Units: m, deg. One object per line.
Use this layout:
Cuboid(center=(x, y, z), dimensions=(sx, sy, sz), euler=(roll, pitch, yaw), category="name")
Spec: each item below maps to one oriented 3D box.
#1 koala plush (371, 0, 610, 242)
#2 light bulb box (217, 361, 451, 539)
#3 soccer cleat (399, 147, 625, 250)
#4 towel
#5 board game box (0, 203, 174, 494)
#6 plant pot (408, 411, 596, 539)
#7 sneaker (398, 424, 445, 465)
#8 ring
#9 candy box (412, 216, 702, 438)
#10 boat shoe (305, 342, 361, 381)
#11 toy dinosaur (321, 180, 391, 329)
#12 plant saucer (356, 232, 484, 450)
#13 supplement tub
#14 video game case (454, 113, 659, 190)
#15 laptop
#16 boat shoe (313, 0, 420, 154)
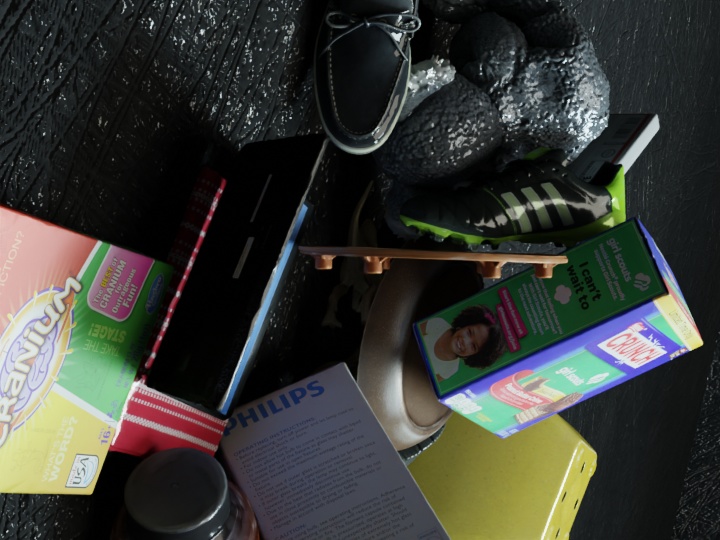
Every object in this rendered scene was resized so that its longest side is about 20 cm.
Cuboid(center=(0.085, -0.132, 1.059), dimensions=(0.199, 0.183, 0.179), euler=(-32, 136, -37), category="koala plush")
Cuboid(center=(-0.018, 0.222, 1.006), dimensions=(0.123, 0.201, 0.200), euler=(-21, 136, -15), category="light bulb box")
Cuboid(center=(0.122, -0.058, 1.020), dimensions=(0.197, 0.067, 0.082), euler=(1, 98, -23), category="soccer cleat")
Cuboid(center=(-0.115, 0.043, 0.915), dimensions=(0.144, 0.022, 0.203), euler=(36, 73, -63), category="towel")
Cuboid(center=(-0.194, 0.046, 0.721), dimensions=(0.200, 0.040, 0.155), euler=(23, 86, -67), category="board game box")
Cuboid(center=(0.134, 0.204, 1.357), dimensions=(0.197, 0.198, 0.195), euler=(-67, 155, -7), category="plant pot")
Cuboid(center=(0.002, 0.194, 1.221), dimensions=(0.199, 0.076, 0.091), euler=(-35, 167, -35), category="sneaker")
Cuboid(center=(0.053, -0.006, 0.949), dimensions=(0.200, 0.198, 0.020), euler=(-1, 92, -65), category="ring")
Cuboid(center=(0.166, 0.053, 1.056), dimensions=(0.198, 0.078, 0.169), euler=(-28, 154, 15), category="candy box")
Cuboid(center=(-0.004, 0.117, 1.158), dimensions=(0.200, 0.062, 0.074), euler=(-38, 141, -51), category="boat shoe")
Cuboid(center=(0.000, 0.000, 1.115), dimensions=(0.200, 0.057, 0.103), euler=(58, 40, -65), category="toy dinosaur")
Cuboid(center=(0.060, 0.062, 1.109), dimensions=(0.200, 0.032, 0.203), euler=(-33, 130, -50), category="plant saucer")
Cuboid(center=(-0.121, 0.217, 0.923), dimensions=(0.107, 0.106, 0.202), euler=(-49, 150, -39), category="supplement tub")
Cuboid(center=(0.153, -0.105, 1.170), dimensions=(0.143, 0.198, 0.018), euler=(-46, 130, -43), category="video game case")
Cuboid(center=(-0.061, 0.015, 0.862), dimensions=(0.102, 0.199, 0.179), euler=(25, 80, -26), category="laptop")
Cuboid(center=(0.008, -0.186, 0.933), dimensions=(0.062, 0.073, 0.203), euler=(-70, 171, -86), category="boat shoe")
